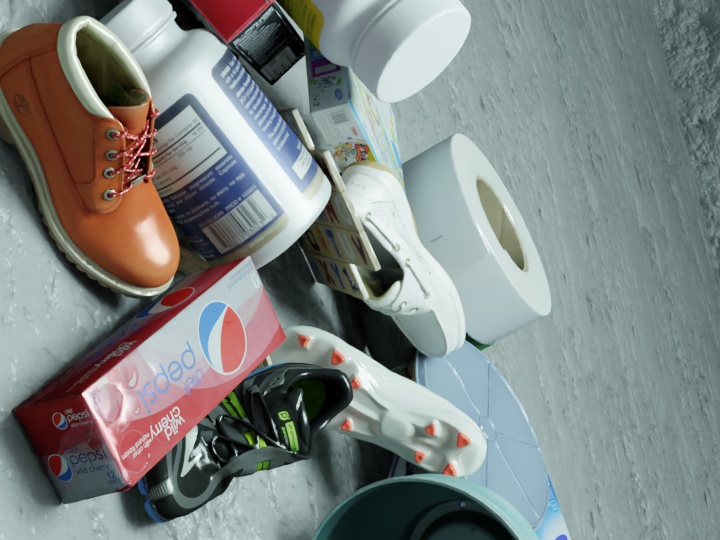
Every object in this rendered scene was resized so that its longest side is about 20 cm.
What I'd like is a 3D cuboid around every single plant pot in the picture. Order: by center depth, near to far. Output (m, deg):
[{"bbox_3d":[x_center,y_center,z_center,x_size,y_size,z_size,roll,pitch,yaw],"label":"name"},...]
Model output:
[{"bbox_3d":[0.067,0.249,1.004,0.134,0.198,0.203,-8,81,-67],"label":"plant pot"}]

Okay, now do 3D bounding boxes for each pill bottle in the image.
[{"bbox_3d":[-0.120,-0.103,0.935,0.201,0.110,0.112,52,30,-19],"label":"pill bottle"},{"bbox_3d":[-0.013,-0.233,0.993,0.201,0.114,0.114,51,20,17],"label":"pill bottle"}]

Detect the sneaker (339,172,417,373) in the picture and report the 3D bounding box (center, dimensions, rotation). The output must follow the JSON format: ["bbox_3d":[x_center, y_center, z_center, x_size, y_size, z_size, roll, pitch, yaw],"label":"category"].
[{"bbox_3d":[0.000,0.000,1.198,0.079,0.075,0.203,8,60,-47],"label":"sneaker"}]

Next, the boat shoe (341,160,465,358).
[{"bbox_3d":[0.025,0.007,1.087,0.201,0.070,0.070,60,44,-28],"label":"boat shoe"}]

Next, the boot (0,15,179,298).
[{"bbox_3d":[-0.162,-0.070,0.832,0.075,0.106,0.202,-51,121,-42],"label":"boot"}]

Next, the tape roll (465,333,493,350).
[{"bbox_3d":[0.075,-0.006,1.323,0.201,0.048,0.202,51,21,-29],"label":"tape roll"}]

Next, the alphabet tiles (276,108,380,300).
[{"bbox_3d":[-0.039,-0.054,1.056,0.169,0.007,0.200,66,-15,-13],"label":"alphabet tiles"}]

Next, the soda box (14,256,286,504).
[{"bbox_3d":[-0.130,0.065,0.840,0.200,0.063,0.071,-45,115,-54],"label":"soda box"}]

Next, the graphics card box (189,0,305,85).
[{"bbox_3d":[-0.108,-0.220,1.003,0.126,0.051,0.200,49,5,4],"label":"graphics card box"}]

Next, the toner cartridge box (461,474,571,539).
[{"bbox_3d":[0.141,0.252,1.224,0.199,0.043,0.096,2,68,-62],"label":"toner cartridge box"}]

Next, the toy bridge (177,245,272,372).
[{"bbox_3d":[-0.107,0.042,0.977,0.201,0.027,0.068,56,29,-30],"label":"toy bridge"}]

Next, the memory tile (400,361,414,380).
[{"bbox_3d":[0.074,0.104,1.265,0.153,0.017,0.202,46,21,-42],"label":"memory tile"}]

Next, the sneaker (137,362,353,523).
[{"bbox_3d":[-0.080,0.110,0.902,0.199,0.082,0.072,-26,100,-47],"label":"sneaker"}]

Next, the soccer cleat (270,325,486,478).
[{"bbox_3d":[0.013,0.109,1.058,0.198,0.070,0.078,30,9,6],"label":"soccer cleat"}]

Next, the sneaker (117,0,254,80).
[{"bbox_3d":[-0.121,-0.158,1.022,0.202,0.075,0.071,66,26,-14],"label":"sneaker"}]

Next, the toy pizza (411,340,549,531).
[{"bbox_3d":[0.106,0.151,1.176,0.200,0.032,0.202,42,30,-31],"label":"toy pizza"}]

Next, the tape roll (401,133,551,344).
[{"bbox_3d":[0.112,-0.031,1.273,0.203,0.070,0.204,52,22,-31],"label":"tape roll"}]

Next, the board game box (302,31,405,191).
[{"bbox_3d":[-0.003,-0.136,1.119,0.201,0.034,0.136,60,20,-56],"label":"board game box"}]

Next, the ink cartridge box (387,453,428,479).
[{"bbox_3d":[0.070,0.243,1.191,0.201,0.040,0.200,57,28,-20],"label":"ink cartridge box"}]
